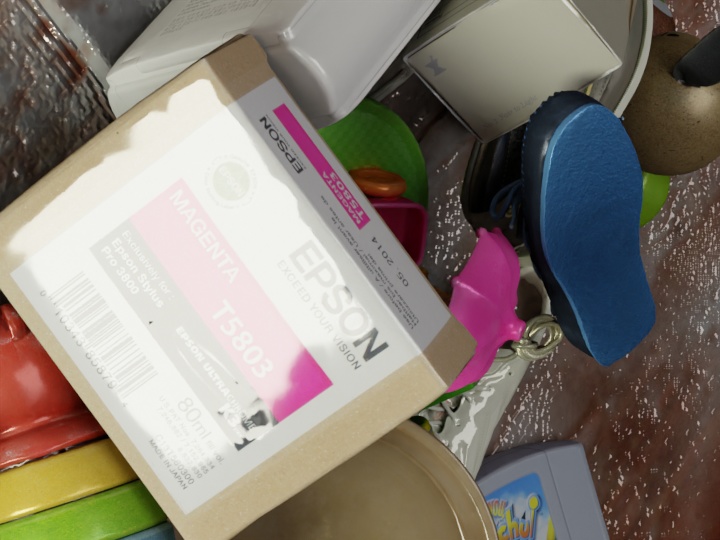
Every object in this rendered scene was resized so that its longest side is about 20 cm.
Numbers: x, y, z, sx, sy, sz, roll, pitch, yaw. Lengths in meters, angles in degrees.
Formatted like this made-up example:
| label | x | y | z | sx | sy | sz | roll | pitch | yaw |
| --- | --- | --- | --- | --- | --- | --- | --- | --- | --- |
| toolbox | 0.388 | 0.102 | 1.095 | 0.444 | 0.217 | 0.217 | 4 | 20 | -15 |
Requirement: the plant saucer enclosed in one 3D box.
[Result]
| label | x | y | z | sx | sy | sz | roll | pitch | yaw |
| --- | --- | --- | --- | --- | --- | --- | --- | --- | --- |
| plant saucer | -0.019 | 0.172 | 1.191 | 0.198 | 0.029 | 0.202 | 0 | 91 | -3 |

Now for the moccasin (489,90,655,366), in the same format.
| label | x | y | z | sx | sy | sz | roll | pitch | yaw |
| --- | --- | --- | --- | --- | --- | --- | --- | --- | --- |
| moccasin | 0.109 | -0.023 | 1.163 | 0.080 | 0.068 | 0.201 | -31 | 140 | -17 |

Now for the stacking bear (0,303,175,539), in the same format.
| label | x | y | z | sx | sy | sz | roll | pitch | yaw |
| --- | --- | --- | --- | --- | --- | --- | --- | --- | --- |
| stacking bear | -0.159 | 0.117 | 1.085 | 0.113 | 0.121 | 0.201 | -17 | 88 | -9 |

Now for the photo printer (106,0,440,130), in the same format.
| label | x | y | z | sx | sy | sz | roll | pitch | yaw |
| --- | --- | --- | --- | --- | --- | --- | --- | --- | --- |
| photo printer | -0.027 | -0.152 | 1.156 | 0.070 | 0.166 | 0.200 | 55 | 50 | -25 |

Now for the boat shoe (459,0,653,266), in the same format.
| label | x | y | z | sx | sy | sz | roll | pitch | yaw |
| --- | --- | --- | --- | --- | --- | --- | --- | --- | --- |
| boat shoe | 0.114 | -0.105 | 1.239 | 0.060 | 0.072 | 0.203 | 32 | 75 | -49 |

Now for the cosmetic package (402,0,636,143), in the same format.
| label | x | y | z | sx | sy | sz | roll | pitch | yaw |
| --- | --- | --- | --- | --- | --- | --- | --- | --- | --- |
| cosmetic package | 0.101 | -0.174 | 1.185 | 0.073 | 0.103 | 0.201 | 44 | 39 | -23 |

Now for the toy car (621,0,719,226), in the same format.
| label | x | y | z | sx | sy | sz | roll | pitch | yaw |
| --- | --- | --- | --- | --- | --- | --- | --- | --- | --- |
| toy car | 0.190 | -0.121 | 1.324 | 0.164 | 0.199 | 0.159 | 31 | 70 | -36 |

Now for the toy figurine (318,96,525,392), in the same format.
| label | x | y | z | sx | sy | sz | roll | pitch | yaw |
| --- | --- | --- | --- | --- | --- | --- | --- | --- | --- |
| toy figurine | 0.000 | 0.000 | 1.150 | 0.199 | 0.184 | 0.151 | -4 | 111 | -32 |

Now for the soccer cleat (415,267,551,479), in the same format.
| label | x | y | z | sx | sy | sz | roll | pitch | yaw |
| --- | --- | --- | --- | --- | --- | --- | --- | --- | --- |
| soccer cleat | 0.058 | 0.077 | 1.280 | 0.069 | 0.078 | 0.201 | 30 | 61 | 2 |

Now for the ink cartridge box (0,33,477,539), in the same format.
| label | x | y | z | sx | sy | sz | roll | pitch | yaw |
| --- | --- | --- | --- | --- | --- | --- | --- | --- | --- |
| ink cartridge box | -0.068 | 0.013 | 1.050 | 0.200 | 0.164 | 0.075 | 53 | 20 | -3 |

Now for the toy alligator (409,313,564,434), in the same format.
| label | x | y | z | sx | sy | sz | roll | pitch | yaw |
| --- | --- | --- | --- | --- | --- | --- | --- | --- | --- |
| toy alligator | 0.023 | 0.070 | 1.240 | 0.199 | 0.054 | 0.060 | -26 | 109 | -5 |

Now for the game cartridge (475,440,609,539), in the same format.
| label | x | y | z | sx | sy | sz | roll | pitch | yaw |
| --- | --- | --- | --- | --- | --- | --- | --- | --- | --- |
| game cartridge | 0.083 | 0.191 | 1.336 | 0.199 | 0.040 | 0.134 | -28 | 103 | -37 |

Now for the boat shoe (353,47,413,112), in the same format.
| label | x | y | z | sx | sy | sz | roll | pitch | yaw |
| --- | --- | --- | --- | --- | --- | --- | --- | --- | --- |
| boat shoe | 0.029 | -0.152 | 1.276 | 0.200 | 0.072 | 0.066 | -46 | 130 | -36 |
